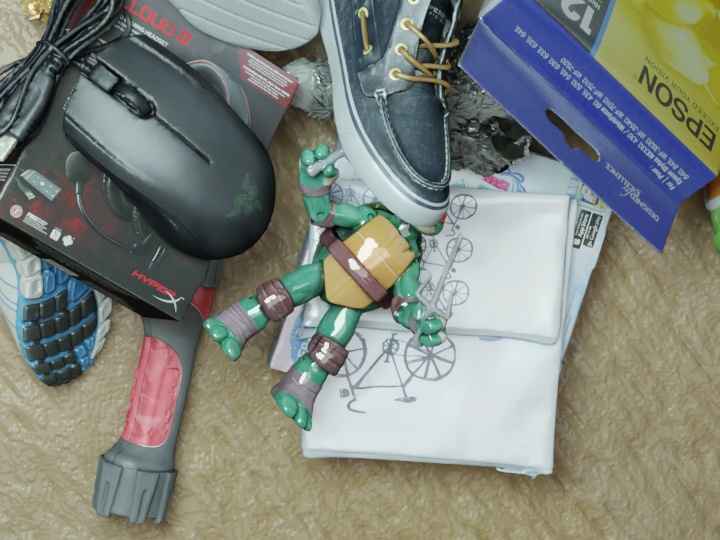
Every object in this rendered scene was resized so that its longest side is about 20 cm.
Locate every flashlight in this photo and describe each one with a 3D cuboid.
[{"bbox_3d":[-0.144,0.072,1.471,0.067,0.068,0.201,13,94,-10],"label":"flashlight"}]

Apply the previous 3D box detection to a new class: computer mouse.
[{"bbox_3d":[-0.126,-0.080,1.315,0.200,0.053,0.139,39,74,-23],"label":"computer mouse"}]

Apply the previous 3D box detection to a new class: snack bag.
[{"bbox_3d":[0.050,0.041,1.472,0.187,0.021,0.201,5,95,-6],"label":"snack bag"}]

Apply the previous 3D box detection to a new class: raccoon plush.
[{"bbox_3d":[0.059,-0.156,1.449,0.199,0.097,0.135,20,56,-6],"label":"raccoon plush"}]

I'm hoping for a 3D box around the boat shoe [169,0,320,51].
[{"bbox_3d":[-0.105,-0.206,1.326,0.199,0.071,0.072,28,135,-33],"label":"boat shoe"}]

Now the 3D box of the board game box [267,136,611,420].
[{"bbox_3d":[0.057,0.001,1.501,0.198,0.043,0.201,18,94,-8],"label":"board game box"}]

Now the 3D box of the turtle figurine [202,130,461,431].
[{"bbox_3d":[0.000,0.000,1.403,0.200,0.101,0.150,-45,80,3],"label":"turtle figurine"}]

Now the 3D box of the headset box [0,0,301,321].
[{"bbox_3d":[-0.143,-0.090,1.378,0.148,0.075,0.201,32,77,-24],"label":"headset box"}]

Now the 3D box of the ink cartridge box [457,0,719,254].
[{"bbox_3d":[0.171,-0.147,1.427,0.197,0.047,0.201,40,46,-20],"label":"ink cartridge box"}]

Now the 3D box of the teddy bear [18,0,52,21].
[{"bbox_3d":[-0.145,-0.140,1.449,0.144,0.067,0.201,-17,99,-8],"label":"teddy bear"}]

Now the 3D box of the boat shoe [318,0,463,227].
[{"bbox_3d":[0.030,-0.130,1.328,0.071,0.201,0.091,12,139,-39],"label":"boat shoe"}]

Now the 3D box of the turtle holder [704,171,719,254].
[{"bbox_3d":[0.329,-0.068,1.483,0.184,0.141,0.133,-10,80,3],"label":"turtle holder"}]

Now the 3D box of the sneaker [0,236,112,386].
[{"bbox_3d":[-0.232,-0.016,1.456,0.075,0.086,0.201,-32,123,-34],"label":"sneaker"}]
